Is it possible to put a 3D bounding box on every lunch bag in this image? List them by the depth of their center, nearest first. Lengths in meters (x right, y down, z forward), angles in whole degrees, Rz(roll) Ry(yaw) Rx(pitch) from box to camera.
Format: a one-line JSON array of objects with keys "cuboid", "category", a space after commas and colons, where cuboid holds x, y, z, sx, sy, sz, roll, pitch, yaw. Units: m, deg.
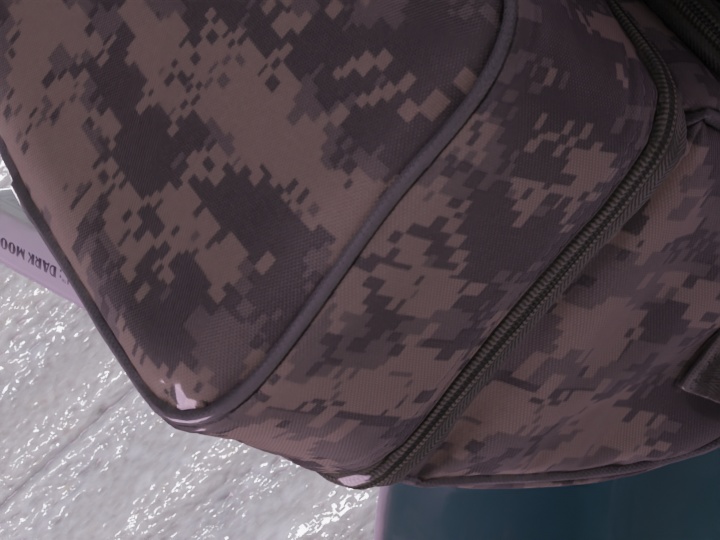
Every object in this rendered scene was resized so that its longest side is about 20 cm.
[{"cuboid": [0.011, -0.044, 0.698, 0.168, 0.139, 0.200, 23, -158, -45], "category": "lunch bag"}]

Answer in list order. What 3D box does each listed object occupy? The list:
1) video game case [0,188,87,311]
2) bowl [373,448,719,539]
[{"cuboid": [0.000, 0.000, 0.958, 0.200, 0.023, 0.182, -7, -158, -40], "category": "video game case"}, {"cuboid": [0.114, 0.087, 0.864, 0.201, 0.201, 0.105, 49, -160, 17], "category": "bowl"}]
